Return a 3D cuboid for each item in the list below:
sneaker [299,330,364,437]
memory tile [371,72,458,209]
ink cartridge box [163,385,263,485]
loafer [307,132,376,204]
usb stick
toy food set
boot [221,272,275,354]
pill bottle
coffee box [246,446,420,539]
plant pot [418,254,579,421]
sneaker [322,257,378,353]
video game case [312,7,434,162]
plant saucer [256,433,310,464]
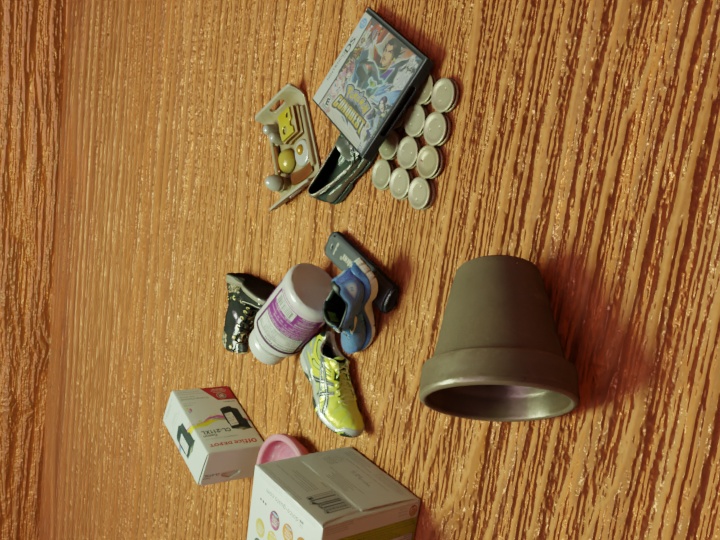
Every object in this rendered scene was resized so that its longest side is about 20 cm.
[{"bbox_3d":[-0.047,0.196,1.285,0.077,0.074,0.202,-56,51,35],"label":"sneaker"},{"bbox_3d":[0.084,-0.211,1.164,0.152,0.016,0.206,31,114,47],"label":"memory tile"},{"bbox_3d":[-0.310,0.344,1.562,0.200,0.143,0.085,43,120,41],"label":"ink cartridge box"},{"bbox_3d":[-0.026,-0.192,1.264,0.202,0.062,0.073,-56,50,35],"label":"loafer"},{"bbox_3d":[0.000,0.000,1.257,0.200,0.032,0.057,44,124,42],"label":"usb stick"},{"bbox_3d":[-0.151,-0.236,1.425,0.142,0.059,0.206,-28,69,48],"label":"toy food set"},{"bbox_3d":[-0.232,0.096,1.520,0.198,0.072,0.155,22,106,53],"label":"boot"},{"bbox_3d":[-0.130,0.088,1.361,0.200,0.110,0.114,-48,55,40],"label":"pill bottle"},{"bbox_3d":[-0.051,0.433,1.192,0.198,0.196,0.204,23,108,49],"label":"coffee box"},{"bbox_3d":[0.174,0.084,0.939,0.198,0.197,0.180,-26,53,48],"label":"plant pot"},{"bbox_3d":[-0.026,0.069,1.214,0.079,0.088,0.203,49,153,35],"label":"sneaker"},{"bbox_3d":[0.014,-0.306,1.201,0.182,0.025,0.201,-54,46,19],"label":"video game case"},{"bbox_3d":[-0.133,0.416,1.414,0.198,0.050,0.207,2,92,52],"label":"plant saucer"}]
